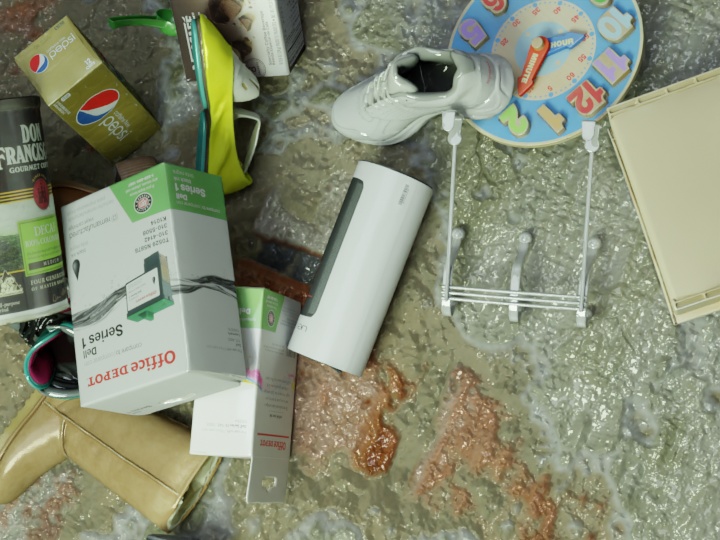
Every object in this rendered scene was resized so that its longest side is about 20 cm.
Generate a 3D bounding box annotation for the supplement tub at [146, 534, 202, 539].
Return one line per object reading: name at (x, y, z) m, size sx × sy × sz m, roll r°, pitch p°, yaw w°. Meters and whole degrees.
supplement tub at (-0.187, 0.359, 1.484) m, size 0.106 × 0.107 × 0.201 m, roll 6°, pitch 83°, yaw 15°

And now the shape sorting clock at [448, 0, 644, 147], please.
shape sorting clock at (0.176, -0.214, 1.492) m, size 0.199 × 0.039 × 0.201 m, roll -6°, pitch 73°, yaw 20°

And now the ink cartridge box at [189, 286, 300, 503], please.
ink cartridge box at (-0.111, 0.122, 1.490) m, size 0.067 × 0.117 × 0.201 m, roll 2°, pitch 82°, yaw 16°

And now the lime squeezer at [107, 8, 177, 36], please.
lime squeezer at (-0.182, -0.288, 1.597) m, size 0.038 × 0.071 × 0.200 m, roll 26°, pitch 57°, yaw 39°

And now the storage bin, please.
storage bin at (0.348, -0.081, 1.413) m, size 0.197 × 0.094 × 0.201 m, roll -19°, pitch 77°, yaw 11°

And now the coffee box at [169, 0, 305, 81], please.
coffee box at (-0.129, -0.295, 1.521) m, size 0.112 × 0.080 × 0.201 m, roll -1°, pitch 119°, yaw 13°

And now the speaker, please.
speaker at (0.000, 0.000, 1.499) m, size 0.081 × 0.081 × 0.201 m, roll 21°, pitch 88°, yaw 16°

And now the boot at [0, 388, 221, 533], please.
boot at (-0.264, 0.202, 1.543) m, size 0.199 × 0.066 × 0.176 m, roll 30°, pitch 90°, yaw 18°

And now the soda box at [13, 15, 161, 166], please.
soda box at (-0.266, -0.174, 1.527) m, size 0.068 × 0.200 × 0.064 m, roll -39°, pitch 75°, yaw -1°

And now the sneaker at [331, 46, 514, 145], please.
sneaker at (0.042, -0.179, 1.486) m, size 0.199 × 0.099 × 0.078 m, roll -14°, pitch 71°, yaw 34°

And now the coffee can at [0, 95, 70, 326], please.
coffee can at (-0.356, -0.054, 1.435) m, size 0.145 × 0.146 × 0.201 m, roll -6°, pitch 97°, yaw 14°

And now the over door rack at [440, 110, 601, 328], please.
over door rack at (0.153, -0.052, 1.464) m, size 0.147 × 0.067 × 0.201 m, roll 4°, pitch 104°, yaw 15°

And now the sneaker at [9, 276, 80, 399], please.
sneaker at (-0.311, 0.066, 1.533) m, size 0.199 × 0.121 × 0.084 m, roll 19°, pitch 113°, yaw 16°

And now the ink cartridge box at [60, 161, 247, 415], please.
ink cartridge box at (-0.194, 0.021, 1.437) m, size 0.146 × 0.084 × 0.201 m, roll -20°, pitch 71°, yaw 33°

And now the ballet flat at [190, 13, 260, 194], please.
ballet flat at (-0.132, -0.162, 1.522) m, size 0.067 × 0.067 × 0.201 m, roll -4°, pitch 125°, yaw -9°

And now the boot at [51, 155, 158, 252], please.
boot at (-0.267, -0.018, 1.552) m, size 0.199 × 0.074 × 0.155 m, roll -22°, pitch 71°, yaw -5°
